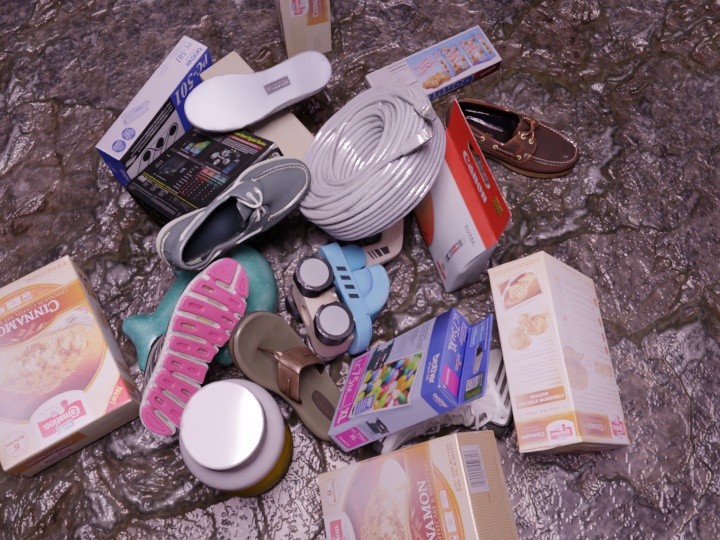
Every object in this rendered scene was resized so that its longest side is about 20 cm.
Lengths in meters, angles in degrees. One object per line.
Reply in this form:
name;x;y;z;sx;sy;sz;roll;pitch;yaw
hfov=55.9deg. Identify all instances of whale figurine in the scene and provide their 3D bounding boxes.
whale figurine;-0.197;0.042;0.831;0.197;0.104;0.161;-27;72;-10

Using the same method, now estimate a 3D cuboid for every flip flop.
flip flop;-0.069;0.122;0.775;0.201;0.057;0.081;52;56;-22

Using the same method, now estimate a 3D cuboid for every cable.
cable;0.009;-0.133;0.810;0.199;0.069;0.201;-42;37;16

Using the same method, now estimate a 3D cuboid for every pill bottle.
pill bottle;-0.132;0.181;0.729;0.109;0.201;0.114;0;69;-1

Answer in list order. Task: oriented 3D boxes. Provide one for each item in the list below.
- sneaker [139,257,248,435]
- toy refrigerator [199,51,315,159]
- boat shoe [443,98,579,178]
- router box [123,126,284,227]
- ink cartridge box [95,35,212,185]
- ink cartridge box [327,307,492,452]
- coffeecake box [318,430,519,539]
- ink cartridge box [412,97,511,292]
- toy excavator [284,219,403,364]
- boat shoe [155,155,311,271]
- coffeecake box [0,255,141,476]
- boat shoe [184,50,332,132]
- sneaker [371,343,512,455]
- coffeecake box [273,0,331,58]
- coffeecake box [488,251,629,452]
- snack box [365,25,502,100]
sneaker;-0.193;0.077;0.762;0.073;0.087;0.203;26;84;-26
toy refrigerator;-0.136;-0.198;0.938;0.070;0.076;0.200;-38;75;-14
boat shoe;0.211;-0.185;0.945;0.196;0.071;0.072;14;68;3
router box;-0.194;-0.111;0.861;0.150;0.062;0.199;-46;42;-14
ink cartridge box;-0.271;-0.212;0.931;0.044;0.094;0.202;27;71;10
ink cartridge box;0.055;0.117;0.753;0.042;0.198;0.120;46;37;-21
coffeecake box;0.057;0.266;0.696;0.072;0.198;0.157;11;60;-46
ink cartridge box;0.111;-0.082;0.833;0.049;0.201;0.165;-18;70;-8
toy excavator;0.000;0.000;0.869;0.197;0.100;0.197;-16;69;-22
boat shoe;-0.129;-0.061;0.751;0.198;0.061;0.074;-33;118;-20
coffeecake box;-0.371;0.112;0.810;0.152;0.073;0.202;-28;73;-12
boat shoe;-0.131;-0.227;0.875;0.197;0.066;0.071;-28;94;-14
sneaker;0.112;0.170;0.805;0.200;0.076;0.115;-41;73;-17
coffeecake box;-0.100;-0.443;0.989;0.072;0.154;0.204;-13;70;-6
coffeecake box;0.228;0.100;0.776;0.072;0.152;0.204;-20;65;34
snack box;0.109;-0.294;1.006;0.197;0.024;0.073;-27;71;-10
